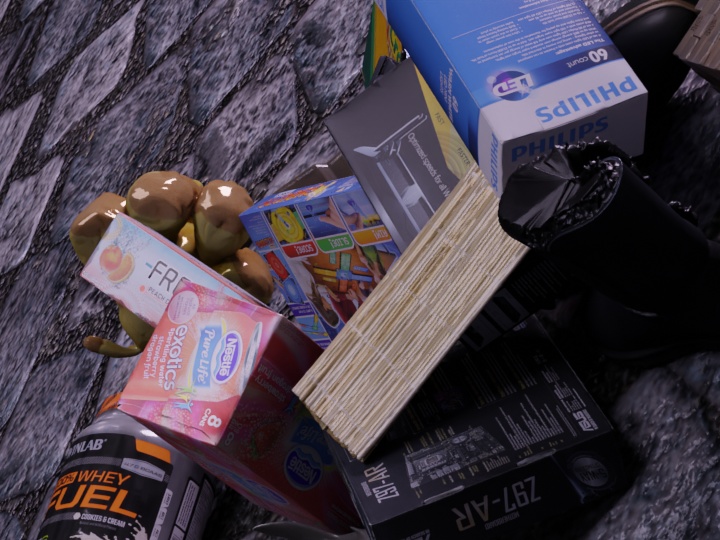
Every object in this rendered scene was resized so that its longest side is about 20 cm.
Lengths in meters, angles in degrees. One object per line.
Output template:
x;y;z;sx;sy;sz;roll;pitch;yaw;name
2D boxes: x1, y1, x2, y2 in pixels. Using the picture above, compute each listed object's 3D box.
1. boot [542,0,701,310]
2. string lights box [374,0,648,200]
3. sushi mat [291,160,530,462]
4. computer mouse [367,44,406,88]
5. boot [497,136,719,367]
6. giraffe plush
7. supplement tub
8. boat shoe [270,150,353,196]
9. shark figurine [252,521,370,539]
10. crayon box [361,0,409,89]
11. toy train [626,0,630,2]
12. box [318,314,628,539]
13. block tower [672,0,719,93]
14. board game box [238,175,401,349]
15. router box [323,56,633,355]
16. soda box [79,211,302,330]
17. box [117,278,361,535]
0.171;-0.077;1.664;0.200;0.077;0.139;-56;24;38;boot
0.092;-0.145;1.584;0.059;0.102;0.200;88;159;-51;string lights box
0.038;0.022;1.563;0.200;0.012;0.096;-52;40;1;sushi mat
0.018;-0.156;1.741;0.059;0.034;0.201;-125;34;-68;computer mouse
0.148;-0.012;1.496;0.200;0.168;0.077;-2;59;63;boot
-0.154;-0.017;2.145;0.162;0.172;0.201;-81;-3;-61;giraffe plush
-0.185;0.202;1.931;0.122;0.122;0.200;-28;37;48;supplement tub
0.020;-0.069;1.932;0.200;0.068;0.072;-29;34;7;boat shoe
-0.001;0.196;1.632;0.128;0.089;0.215;-51;26;12;shark figurine
0.053;-0.114;1.812;0.119;0.058;0.200;101;161;-51;crayon box
0.255;-0.267;1.762;0.200;0.042;0.056;-55;34;6;toy train
0.063;0.102;1.574;0.160;0.044;0.200;-22;26;-5;box
0.267;-0.130;1.551;0.058;0.054;0.200;-56;23;1;block tower
0.000;0.000;1.810;0.034;0.136;0.200;-35;13;-28;board game box
0.085;-0.068;1.634;0.157;0.052;0.200;-36;53;9;router box
-0.125;0.032;1.969;0.200;0.068;0.064;34;91;30;soda box
-0.063;0.100;1.707;0.094;0.200;0.103;19;75;35;box
